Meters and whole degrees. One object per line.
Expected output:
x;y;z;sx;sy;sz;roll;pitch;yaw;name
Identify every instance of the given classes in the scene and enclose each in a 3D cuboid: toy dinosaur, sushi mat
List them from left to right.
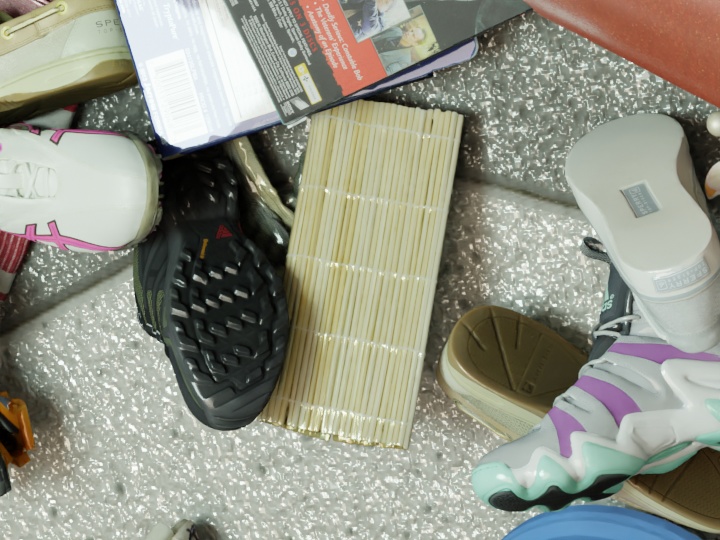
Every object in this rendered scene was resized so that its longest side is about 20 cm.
-0.042;-0.032;1.631;0.088;0.047;0.201;-10;97;33;toy dinosaur
0.000;0.000;1.580;0.095;0.012;0.201;8;84;18;sushi mat

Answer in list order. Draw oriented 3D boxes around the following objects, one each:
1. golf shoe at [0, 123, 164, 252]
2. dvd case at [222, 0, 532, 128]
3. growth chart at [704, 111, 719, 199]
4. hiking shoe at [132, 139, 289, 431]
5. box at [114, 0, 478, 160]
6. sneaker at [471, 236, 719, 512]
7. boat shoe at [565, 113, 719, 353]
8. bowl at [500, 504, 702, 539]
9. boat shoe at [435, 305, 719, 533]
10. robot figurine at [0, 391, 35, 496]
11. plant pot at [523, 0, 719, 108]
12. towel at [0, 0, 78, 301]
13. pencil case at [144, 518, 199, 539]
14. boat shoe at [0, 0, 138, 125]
-0.193;-0.048;1.605;0.199;0.092;0.073;6;97;50;golf shoe
0.016;-0.186;1.514;0.199;0.022;0.147;-25;109;6;dvd case
0.272;-0.008;1.482;0.144;0.018;0.201;-18;97;1;growth chart
-0.091;0.021;1.610;0.075;0.201;0.101;-3;143;-14;hiking shoe
-0.038;-0.150;1.578;0.199;0.032;0.122;-16;90;13;box
0.138;0.049;1.517;0.078;0.199;0.141;122;130;-67;sneaker
0.162;-0.022;1.470;0.072;0.200;0.069;-21;117;-2;boat shoe
0.150;0.232;1.595;0.200;0.039;0.202;13;122;21;bowl
0.135;0.093;1.578;0.199;0.072;0.065;29;151;2;boat shoe
-0.265;0.050;1.716;0.145;0.058;0.201;17;132;62;robot figurine
0.197;-0.171;1.412;0.195;0.200;0.202;25;113;25;plant pot
-0.251;-0.097;1.720;0.144;0.023;0.201;29;116;12;towel
-0.071;0.246;1.699;0.200;0.078;0.090;45;142;7;pencil case
-0.218;-0.127;1.651;0.199;0.074;0.067;-11;85;29;boat shoe
